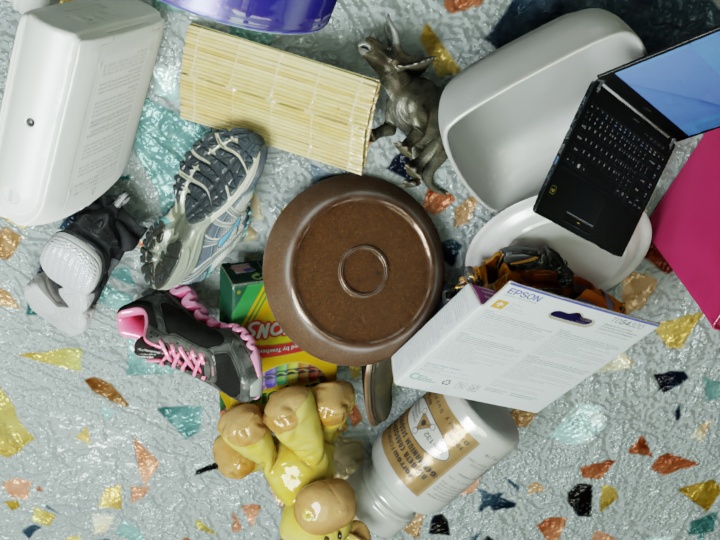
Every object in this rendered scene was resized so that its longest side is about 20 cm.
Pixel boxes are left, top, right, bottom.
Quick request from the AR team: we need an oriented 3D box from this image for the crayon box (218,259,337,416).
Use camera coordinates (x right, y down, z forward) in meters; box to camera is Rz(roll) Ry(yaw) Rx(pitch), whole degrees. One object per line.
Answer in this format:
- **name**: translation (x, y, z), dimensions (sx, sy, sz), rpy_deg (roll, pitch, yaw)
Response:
- **crayon box**: translation (-0.089, 0.083, 1.048), dimensions (0.127, 0.051, 0.201), rpy_deg (-9, 122, -23)

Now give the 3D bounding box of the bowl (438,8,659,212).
- **bowl**: translation (0.174, -0.156, 0.911), dimensions (0.200, 0.075, 0.200), rpy_deg (-28, 148, 11)

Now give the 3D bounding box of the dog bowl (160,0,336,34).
- **dog bowl**: translation (-0.107, -0.272, 0.782), dimensions (0.199, 0.200, 0.079), rpy_deg (15, 120, -13)

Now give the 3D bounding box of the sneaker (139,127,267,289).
- **sneaker**: translation (-0.147, -0.064, 0.968), dimensions (0.086, 0.078, 0.200), rpy_deg (-1, 139, -51)

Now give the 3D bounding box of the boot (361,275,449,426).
- **boot**: translation (0.049, 0.089, 1.069), dimensions (0.097, 0.075, 0.201), rpy_deg (-2, 117, -1)

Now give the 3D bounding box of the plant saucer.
- **plant saucer**: translation (0.000, 0.000, 0.984), dimensions (0.200, 0.034, 0.201), rpy_deg (0, 90, -17)

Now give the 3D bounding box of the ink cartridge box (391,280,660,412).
- **ink cartridge box**: translation (0.165, 0.072, 0.974), dimensions (0.196, 0.043, 0.200), rpy_deg (15, 137, -28)

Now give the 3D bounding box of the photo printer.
- **photo printer**: translation (-0.259, -0.141, 0.866), dimensions (0.069, 0.166, 0.200), rpy_deg (25, 117, 6)

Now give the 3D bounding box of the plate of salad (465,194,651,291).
- **plate of salad**: translation (0.210, -0.026, 1.026), dimensions (0.199, 0.048, 0.200), rpy_deg (-3, 142, -3)

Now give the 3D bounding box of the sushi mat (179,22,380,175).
- **sushi mat**: translation (-0.081, -0.164, 0.910), dimensions (0.199, 0.012, 0.096), rpy_deg (19, 120, 11)

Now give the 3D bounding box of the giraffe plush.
- **giraffe plush**: translation (-0.063, 0.238, 1.051), dimensions (0.172, 0.163, 0.200), rpy_deg (-18, 151, -6)

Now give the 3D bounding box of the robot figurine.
- **robot figurine**: translation (0.187, 0.041, 1.020), dimensions (0.200, 0.058, 0.145), rpy_deg (22, 136, -31)

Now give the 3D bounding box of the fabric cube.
- **fabric cube**: translation (0.445, -0.041, 0.958), dimensions (0.199, 0.200, 0.197), rpy_deg (20, 115, -15)

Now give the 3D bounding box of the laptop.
- **laptop**: translation (0.278, -0.107, 0.869), dimensions (0.177, 0.103, 0.200), rpy_deg (20, 97, -46)

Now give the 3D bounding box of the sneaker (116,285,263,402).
- **sneaker**: translation (-0.179, 0.080, 0.973), dimensions (0.095, 0.200, 0.079), rpy_deg (-19, 127, -39)

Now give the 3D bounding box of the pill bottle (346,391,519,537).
- **pill bottle**: translation (0.079, 0.220, 1.122), dimensions (0.114, 0.114, 0.200), rpy_deg (38, 110, -22)

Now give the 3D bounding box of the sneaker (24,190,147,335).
- **sneaker**: translation (-0.279, -0.009, 0.987), dimensions (0.075, 0.114, 0.200), rpy_deg (37, 147, -6)

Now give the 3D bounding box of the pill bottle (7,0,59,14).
- **pill bottle**: translation (-0.348, -0.288, 0.803), dimensions (0.199, 0.112, 0.112), rpy_deg (22, 115, -15)

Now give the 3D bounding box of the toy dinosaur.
- **toy dinosaur**: translation (0.064, -0.143, 0.937), dimensions (0.102, 0.077, 0.200), rpy_deg (-54, 130, -13)
